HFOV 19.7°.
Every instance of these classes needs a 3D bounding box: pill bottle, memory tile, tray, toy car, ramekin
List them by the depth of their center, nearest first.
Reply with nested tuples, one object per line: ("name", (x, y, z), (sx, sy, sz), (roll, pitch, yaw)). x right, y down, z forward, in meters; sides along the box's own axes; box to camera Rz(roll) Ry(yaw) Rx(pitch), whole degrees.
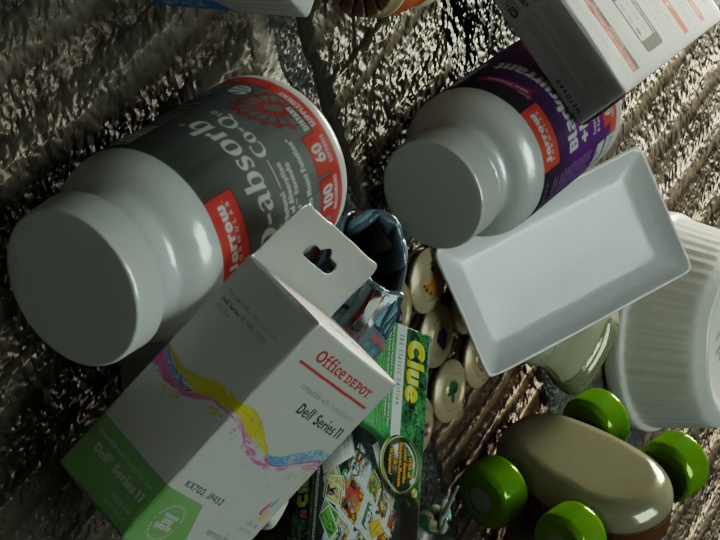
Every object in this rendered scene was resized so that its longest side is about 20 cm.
("pill bottle", (-0.104, -0.029, 1.199), (0.200, 0.115, 0.117), (-37, 127, -49))
("pill bottle", (0.102, -0.092, 1.517), (0.200, 0.111, 0.112), (-38, 128, -48))
("memory tile", (0.044, 0.062, 1.552), (0.200, 0.017, 0.154), (-45, 133, -44))
("tray", (0.153, -0.007, 1.584), (0.199, 0.022, 0.108), (-26, 96, -22))
("toy car", (0.175, 0.228, 1.696), (0.164, 0.157, 0.202), (-27, 133, -38))
("ramekin", (0.306, 0.053, 1.897), (0.202, 0.094, 0.204), (-21, 116, -54))

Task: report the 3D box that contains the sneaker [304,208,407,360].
("sneaker", (0.000, 0.000, 1.324), (0.096, 0.079, 0.200), (-53, -161, 20))

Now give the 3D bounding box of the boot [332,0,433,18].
("boot", (0.034, -0.273, 1.413), (0.107, 0.074, 0.202), (-9, 114, -60))

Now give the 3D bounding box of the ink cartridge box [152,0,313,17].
("ink cartridge box", (-0.111, -0.219, 1.143), (0.200, 0.114, 0.068), (41, 62, -53))

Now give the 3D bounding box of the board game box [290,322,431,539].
("board game box", (0.001, 0.126, 1.419), (0.104, 0.023, 0.202), (23, 62, -37))

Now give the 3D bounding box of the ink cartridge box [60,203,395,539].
("ink cartridge box", (-0.058, 0.071, 1.172), (0.200, 0.067, 0.117), (-48, 149, 2))

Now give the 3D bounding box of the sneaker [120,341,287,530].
("sneaker", (-0.076, 0.067, 1.302), (0.112, 0.076, 0.200), (-60, 144, -26))

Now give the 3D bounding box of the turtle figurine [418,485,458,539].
("turtle figurine", (0.055, 0.244, 1.544), (0.201, 0.100, 0.150), (63, 6, -45))

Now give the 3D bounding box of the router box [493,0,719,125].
("router box", (0.163, -0.229, 1.541), (0.201, 0.049, 0.179), (55, 41, 0))

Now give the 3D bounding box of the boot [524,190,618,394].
("boot", (0.165, -0.010, 1.680), (0.154, 0.071, 0.202), (33, 65, -59))
